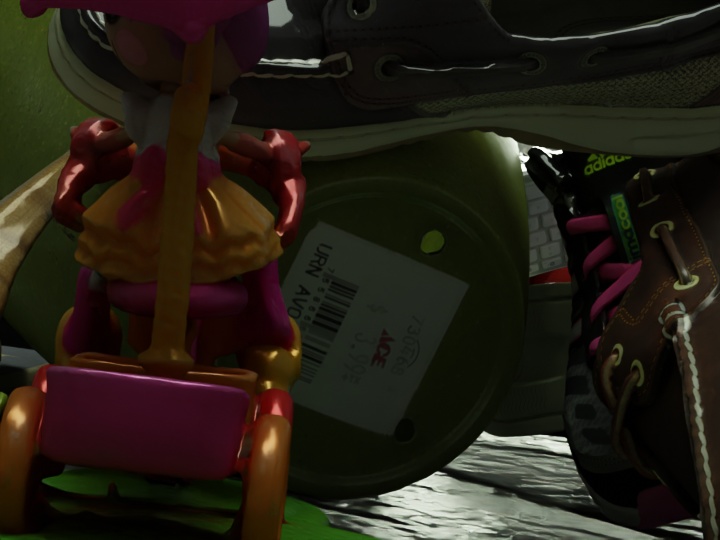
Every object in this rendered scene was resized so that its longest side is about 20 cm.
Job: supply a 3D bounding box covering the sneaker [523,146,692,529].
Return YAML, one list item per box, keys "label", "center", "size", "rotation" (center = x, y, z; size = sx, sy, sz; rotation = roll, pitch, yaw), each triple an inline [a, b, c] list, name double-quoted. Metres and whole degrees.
- label: "sneaker"
  center: [0.086, -0.007, 0.854]
  size: [0.073, 0.088, 0.200]
  rotation: [-18, 32, 20]

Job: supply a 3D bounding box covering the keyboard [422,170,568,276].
- label: "keyboard"
  center: [0.000, 0.000, 0.985]
  size: [0.199, 0.011, 0.056]
  rotation: [-16, -33, -2]

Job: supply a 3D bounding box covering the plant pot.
- label: "plant pot"
  center: [-0.026, -0.015, 0.840]
  size: [0.186, 0.188, 0.200]
  rotation: [5, 19, -17]

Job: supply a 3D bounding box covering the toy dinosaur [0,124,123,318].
- label: "toy dinosaur"
  center: [-0.114, 0.011, 0.741]
  size: [0.106, 0.061, 0.200]
  rotation: [-7, 32, 33]

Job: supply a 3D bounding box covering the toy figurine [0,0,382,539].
- label: "toy figurine"
  center: [-0.038, -0.024, 0.647]
  size: [0.149, 0.186, 0.200]
  rotation: [6, 2, 1]

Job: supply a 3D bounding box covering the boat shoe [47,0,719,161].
- label: "boat shoe"
  center: [0.019, -0.071, 0.739]
  size: [0.198, 0.065, 0.072]
  rotation: [3, 48, -11]

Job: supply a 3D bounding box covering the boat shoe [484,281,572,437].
- label: "boat shoe"
  center: [0.112, 0.034, 0.961]
  size: [0.067, 0.072, 0.200]
  rotation: [4, 1, -29]

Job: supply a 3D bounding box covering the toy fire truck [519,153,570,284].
- label: "toy fire truck"
  center: [0.148, 0.003, 1.329]
  size: [0.199, 0.130, 0.176]
  rotation: [23, 11, 34]

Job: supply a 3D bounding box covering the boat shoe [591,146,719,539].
- label: "boat shoe"
  center: [0.095, 0.027, 0.723]
  size: [0.070, 0.071, 0.200]
  rotation: [-7, 25, 12]

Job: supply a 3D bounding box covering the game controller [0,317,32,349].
- label: "game controller"
  center: [-0.077, 0.010, 1.066]
  size: [0.198, 0.042, 0.105]
  rotation: [6, -31, 8]

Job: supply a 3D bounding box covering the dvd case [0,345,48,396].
- label: "dvd case"
  center: [-0.187, 0.030, 0.920]
  size: [0.148, 0.016, 0.200]
  rotation: [7, 3, 7]
